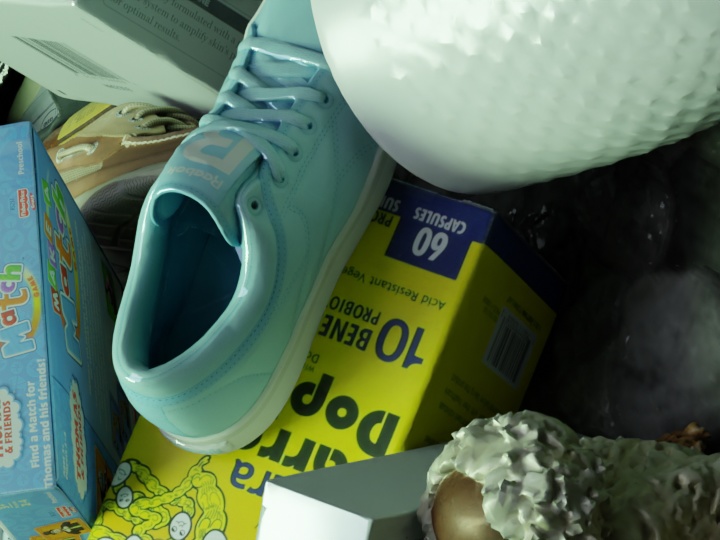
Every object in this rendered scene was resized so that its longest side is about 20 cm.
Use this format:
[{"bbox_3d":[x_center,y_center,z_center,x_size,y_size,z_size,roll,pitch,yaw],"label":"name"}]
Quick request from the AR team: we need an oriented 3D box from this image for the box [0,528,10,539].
[{"bbox_3d":[-0.136,0.098,1.263,0.157,0.051,0.200,-13,66,34],"label":"box"}]

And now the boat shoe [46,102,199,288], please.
[{"bbox_3d":[-0.097,-0.040,1.184,0.200,0.076,0.072,-17,58,48],"label":"boat shoe"}]

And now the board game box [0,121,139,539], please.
[{"bbox_3d":[-0.120,0.051,1.112,0.200,0.037,0.152,73,-171,-66],"label":"board game box"}]

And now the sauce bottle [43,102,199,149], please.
[{"bbox_3d":[-0.120,-0.055,1.348,0.200,0.066,0.066,-25,67,52],"label":"sauce bottle"}]

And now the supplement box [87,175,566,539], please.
[{"bbox_3d":[-0.015,0.066,1.072,0.109,0.110,0.200,19,82,24],"label":"supplement box"}]

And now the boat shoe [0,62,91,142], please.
[{"bbox_3d":[-0.151,-0.107,1.392,0.199,0.066,0.075,-40,55,45],"label":"boat shoe"}]

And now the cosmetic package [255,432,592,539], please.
[{"bbox_3d":[0.025,0.143,1.012,0.052,0.200,0.151,15,102,31],"label":"cosmetic package"}]

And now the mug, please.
[{"bbox_3d":[0.100,-0.137,0.997,0.175,0.148,0.200,-15,45,45],"label":"mug"}]

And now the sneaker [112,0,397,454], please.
[{"bbox_3d":[-0.037,-0.034,1.005,0.074,0.082,0.200,10,77,21],"label":"sneaker"}]

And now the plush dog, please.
[{"bbox_3d":[0.132,0.126,0.946,0.172,0.160,0.200,20,130,36],"label":"plush dog"}]

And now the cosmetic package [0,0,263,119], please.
[{"bbox_3d":[-0.092,-0.184,1.220,0.199,0.123,0.200,12,75,54],"label":"cosmetic package"}]
